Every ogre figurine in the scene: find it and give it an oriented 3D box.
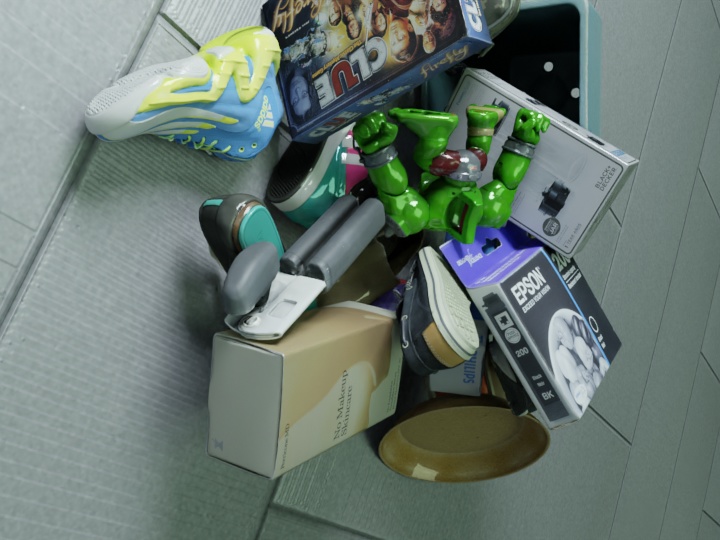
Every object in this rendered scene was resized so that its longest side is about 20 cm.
[{"bbox_3d":[0.085,-0.093,0.717,0.199,0.098,0.121,-15,117,-42],"label":"ogre figurine"}]

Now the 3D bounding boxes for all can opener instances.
[{"bbox_3d":[-0.043,-0.017,0.618,0.200,0.053,0.067,-51,142,-44],"label":"can opener"}]

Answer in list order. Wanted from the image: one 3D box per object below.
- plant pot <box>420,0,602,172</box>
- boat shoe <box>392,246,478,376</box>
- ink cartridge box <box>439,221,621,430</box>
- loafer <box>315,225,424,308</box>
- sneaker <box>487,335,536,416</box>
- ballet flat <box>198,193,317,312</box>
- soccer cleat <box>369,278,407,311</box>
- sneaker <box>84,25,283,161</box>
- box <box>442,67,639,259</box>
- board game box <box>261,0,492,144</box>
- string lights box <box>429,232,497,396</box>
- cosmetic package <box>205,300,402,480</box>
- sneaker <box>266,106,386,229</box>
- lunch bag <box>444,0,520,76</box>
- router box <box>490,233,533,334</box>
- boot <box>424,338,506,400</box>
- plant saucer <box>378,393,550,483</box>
[{"bbox_3d":[0.201,-0.212,0.914,0.200,0.194,0.198,-22,112,-58],"label":"plant pot"},{"bbox_3d":[0.065,0.034,0.690,0.075,0.062,0.200,48,16,-14],"label":"boat shoe"},{"bbox_3d":[0.183,0.030,0.764,0.201,0.043,0.198,58,34,2],"label":"ink cartridge box"},{"bbox_3d":[0.000,0.000,0.783,0.200,0.067,0.076,-55,132,-30],"label":"loafer"},{"bbox_3d":[0.190,0.090,0.822,0.200,0.084,0.075,-60,128,-73],"label":"sneaker"},{"bbox_3d":[-0.089,0.007,0.671,0.068,0.068,0.201,-53,143,-33],"label":"ballet flat"},{"bbox_3d":[0.009,0.084,0.798,0.200,0.076,0.067,-52,130,-33],"label":"soccer cleat"},{"bbox_3d":[-0.125,-0.124,0.612,0.200,0.075,0.106,-41,125,-40],"label":"sneaker"},{"bbox_3d":[0.175,-0.118,0.799,0.060,0.199,0.117,-23,143,-57],"label":"box"},{"bbox_3d":[0.005,-0.208,0.631,0.034,0.199,0.137,-3,75,-49],"label":"board game box"},{"bbox_3d":[0.117,0.025,0.833,0.103,0.058,0.201,84,15,-52],"label":"string lights box"},{"bbox_3d":[-0.039,0.093,0.648,0.200,0.071,0.106,-13,112,-59],"label":"cosmetic package"},{"bbox_3d":[0.001,-0.112,0.756,0.121,0.083,0.201,46,68,-38],"label":"sneaker"},{"bbox_3d":[0.065,-0.296,0.733,0.201,0.139,0.168,57,23,-7],"label":"lunch bag"},{"bbox_3d":[0.194,-0.030,1.024,0.157,0.052,0.202,-17,108,-48],"label":"router box"},{"bbox_3d":[0.112,0.086,0.924,0.075,0.106,0.202,55,24,-65],"label":"boot"},{"bbox_3d":[0.120,0.193,0.880,0.200,0.199,0.036,46,33,-42],"label":"plant saucer"}]
